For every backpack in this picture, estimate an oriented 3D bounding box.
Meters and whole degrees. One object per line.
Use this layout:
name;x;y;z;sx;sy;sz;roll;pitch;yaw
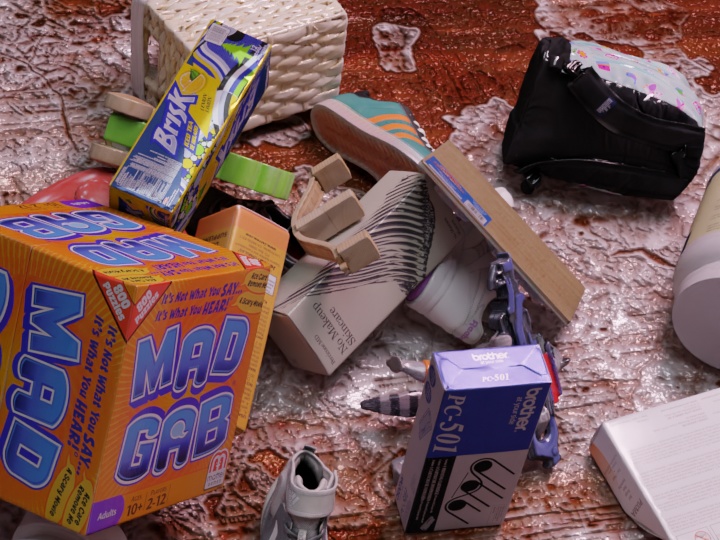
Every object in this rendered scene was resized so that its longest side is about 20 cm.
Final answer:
backpack;0.261;-0.157;1.904;0.199;0.167;0.127;14;41;-6

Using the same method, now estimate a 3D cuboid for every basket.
basket;-0.123;-0.228;1.895;0.199;0.136;0.123;-20;50;-26

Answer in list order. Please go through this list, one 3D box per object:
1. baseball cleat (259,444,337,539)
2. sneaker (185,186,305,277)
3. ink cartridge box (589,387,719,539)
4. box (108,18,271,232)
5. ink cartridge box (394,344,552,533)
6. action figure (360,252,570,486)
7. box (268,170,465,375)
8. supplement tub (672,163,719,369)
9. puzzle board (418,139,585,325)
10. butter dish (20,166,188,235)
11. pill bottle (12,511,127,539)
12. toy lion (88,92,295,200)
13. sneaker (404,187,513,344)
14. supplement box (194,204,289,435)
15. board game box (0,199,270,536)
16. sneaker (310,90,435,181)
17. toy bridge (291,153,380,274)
baseball cleat;-0.056;0.234;1.500;0.069;0.107;0.201;7;48;-12
sneaker;-0.102;-0.047;1.771;0.199;0.082;0.077;30;48;16
ink cartridge box;0.322;0.208;1.654;0.161;0.050;0.201;-13;60;-23
box;-0.149;-0.121;1.621;0.064;0.070;0.201;24;61;7
ink cartridge box;0.092;0.144;1.549;0.093;0.201;0.044;-3;48;-15
action figure;0.103;0.087;1.660;0.193;0.201;0.104;-11;6;-30
box;0.000;0.000;1.702;0.200;0.082;0.068;-47;29;-22
supplement tub;0.388;-0.011;1.795;0.144;0.145;0.200;22;47;9
puzzle board;0.133;-0.037;1.728;0.200;0.017;0.151;47;17;0
butter dish;-0.241;-0.021;1.674;0.200;0.148;0.199;-32;60;-34
pill bottle;-0.258;0.278;1.415;0.109;0.110;0.200;18;46;6
toy lion;-0.157;-0.110;1.756;0.191;0.069;0.200;18;2;-6
sneaker;0.113;-0.003;1.798;0.100;0.075;0.200;40;45;-6
supplement box;-0.124;0.048;1.635;0.069;0.066;0.201;27;61;-34
board game box;-0.223;0.069;1.481;0.199;0.201;0.200;19;13;25
sneaker;0.042;-0.129;1.882;0.080;0.072;0.200;-31;55;-32
toy bridge;-0.029;-0.046;1.689;0.067;0.027;0.200;-30;27;6
